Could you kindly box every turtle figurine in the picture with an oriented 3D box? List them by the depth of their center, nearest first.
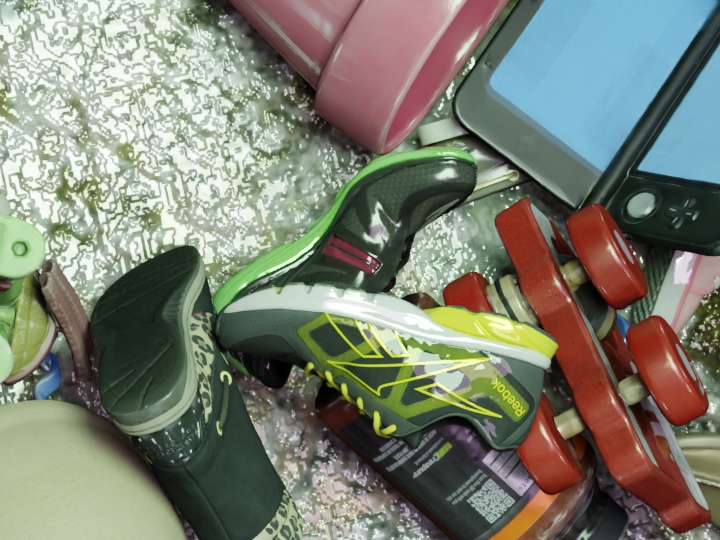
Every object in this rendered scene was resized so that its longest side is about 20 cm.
[{"bbox_3d":[-0.250,0.013,1.570,0.144,0.194,0.200,-41,94,-12],"label":"turtle figurine"}]

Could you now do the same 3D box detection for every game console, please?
[{"bbox_3d":[0.189,-0.127,1.663,0.200,0.176,0.116,-55,129,-18],"label":"game console"}]

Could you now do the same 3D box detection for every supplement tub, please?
[{"bbox_3d":[0.074,0.114,1.695,0.200,0.107,0.107,43,77,-9],"label":"supplement tub"}]

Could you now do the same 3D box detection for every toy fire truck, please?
[{"bbox_3d":[0.145,0.059,1.659,0.112,0.168,0.200,-30,64,10],"label":"toy fire truck"}]

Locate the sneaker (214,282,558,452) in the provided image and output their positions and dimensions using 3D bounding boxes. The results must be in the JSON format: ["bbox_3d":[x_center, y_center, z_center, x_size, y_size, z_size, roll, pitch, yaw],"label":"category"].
[{"bbox_3d":[0.011,0.057,1.558,0.199,0.074,0.085,7,82,6],"label":"sneaker"}]

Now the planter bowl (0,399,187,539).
[{"bbox_3d":[-0.176,0.194,1.562,0.200,0.135,0.201,-17,122,-29],"label":"planter bowl"}]

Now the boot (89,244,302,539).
[{"bbox_3d":[-0.095,0.087,1.612,0.073,0.204,0.154,-25,115,9],"label":"boot"}]

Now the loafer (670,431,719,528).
[{"bbox_3d":[0.261,0.151,1.758,0.199,0.076,0.068,13,77,-14],"label":"loafer"}]

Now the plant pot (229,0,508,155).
[{"bbox_3d":[-0.003,-0.199,1.659,0.179,0.200,0.200,35,78,5],"label":"plant pot"}]

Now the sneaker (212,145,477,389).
[{"bbox_3d":[0.000,0.000,1.670,0.200,0.077,0.084,-41,62,11],"label":"sneaker"}]

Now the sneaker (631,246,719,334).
[{"bbox_3d":[0.256,-0.029,1.767,0.104,0.075,0.201,26,76,-7],"label":"sneaker"}]

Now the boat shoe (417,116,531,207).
[{"bbox_3d":[0.137,-0.081,1.741,0.201,0.072,0.061,-9,89,-14],"label":"boat shoe"}]
